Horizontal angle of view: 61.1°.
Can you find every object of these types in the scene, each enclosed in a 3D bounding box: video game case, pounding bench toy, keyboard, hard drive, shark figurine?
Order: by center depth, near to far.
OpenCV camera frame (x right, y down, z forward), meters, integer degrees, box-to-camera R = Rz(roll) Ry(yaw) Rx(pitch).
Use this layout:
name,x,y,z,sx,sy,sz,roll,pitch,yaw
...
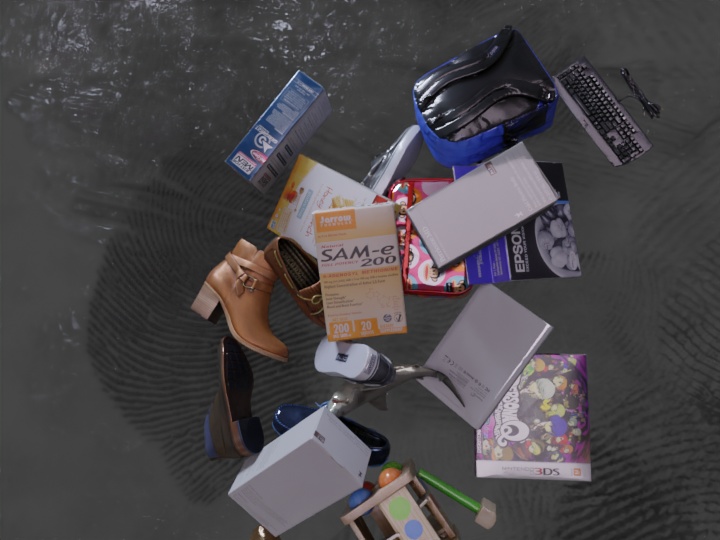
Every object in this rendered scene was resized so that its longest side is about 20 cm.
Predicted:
name,x,y,z,sx,sy,sz,roll,pitch,yaw
pounding bench toy,0.091,0.365,0.943,0.200,0.124,0.156,-34,80,0
hard drive,0.195,0.133,0.975,0.132,0.026,0.200,37,99,25
video game case,0.274,0.233,0.986,0.181,0.036,0.201,0,82,7
shark figurine,0.053,0.196,0.997,0.214,0.128,0.090,-13,114,3
keyboard,0.434,-0.286,1.047,0.127,0.021,0.200,-33,81,1

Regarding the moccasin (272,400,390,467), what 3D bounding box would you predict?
name,x,y,z,sx,sy,sz,roll,pitch,yaw
moccasin,-0.044,0.253,0.992,0.199,0.068,0.081,15,49,0

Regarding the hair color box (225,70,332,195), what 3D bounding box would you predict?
name,x,y,z,sx,sy,sz,roll,pitch,yaw
hair color box,-0.138,-0.235,1.057,0.060,0.100,0.200,38,87,10

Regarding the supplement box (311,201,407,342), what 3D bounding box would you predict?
name,x,y,z,sx,sy,sz,roll,pitch,yaw
supplement box,0.000,0.000,0.941,0.126,0.074,0.201,-7,99,2

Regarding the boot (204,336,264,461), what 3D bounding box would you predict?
name,x,y,z,sx,sy,sz,roll,pitch,yaw
boot,-0.230,0.216,1.012,0.097,0.075,0.201,-26,66,25

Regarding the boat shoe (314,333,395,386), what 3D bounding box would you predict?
name,x,y,z,sx,sy,sz,roll,pitch,yaw
boat shoe,-0.010,0.144,0.966,0.068,0.200,0.072,30,75,-24

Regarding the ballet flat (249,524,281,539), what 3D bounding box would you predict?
name,x,y,z,sx,sy,sz,roll,pitch,yaw
ballet flat,-0.157,0.517,0.974,0.068,0.072,0.201,2,82,6

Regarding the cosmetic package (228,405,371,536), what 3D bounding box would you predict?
name,x,y,z,sx,sy,sz,roll,pitch,yaw
cosmetic package,-0.093,0.311,0.938,0.200,0.081,0.113,-37,103,24

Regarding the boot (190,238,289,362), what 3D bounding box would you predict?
name,x,y,z,sx,sy,sz,roll,pitch,yaw
boot,-0.173,0.050,1.040,0.200,0.074,0.155,34,81,4

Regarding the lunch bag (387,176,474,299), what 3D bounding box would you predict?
name,x,y,z,sx,sy,sz,roll,pitch,yaw
lunch bag,0.106,-0.054,1.023,0.176,0.082,0.201,2,81,10

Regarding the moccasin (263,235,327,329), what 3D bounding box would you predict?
name,x,y,z,sx,sy,sz,roll,pitch,yaw
moccasin,-0.076,0.024,1.013,0.074,0.078,0.202,-37,97,-23

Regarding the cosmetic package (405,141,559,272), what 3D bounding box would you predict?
name,x,y,z,sx,sy,sz,roll,pitch,yaw
cosmetic package,0.177,-0.091,0.915,0.200,0.090,0.107,-32,82,3

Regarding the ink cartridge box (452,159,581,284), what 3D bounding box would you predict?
name,x,y,z,sx,sy,sz,roll,pitch,yaw
ink cartridge box,0.254,-0.080,0.985,0.199,0.043,0.199,-4,82,-23

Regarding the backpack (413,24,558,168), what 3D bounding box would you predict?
name,x,y,z,sx,sy,sz,roll,pitch,yaw
backpack,0.193,-0.254,0.989,0.200,0.168,0.163,-25,65,-1

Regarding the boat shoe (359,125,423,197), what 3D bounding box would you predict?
name,x,y,z,sx,sy,sz,roll,pitch,yaw
boat shoe,0.040,-0.170,1.048,0.057,0.069,0.200,31,86,19

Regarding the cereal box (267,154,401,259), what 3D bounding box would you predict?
name,x,y,z,sx,sy,sz,roll,pitch,yaw
cereal box,-0.047,-0.089,1.022,0.200,0.039,0.144,30,101,23
